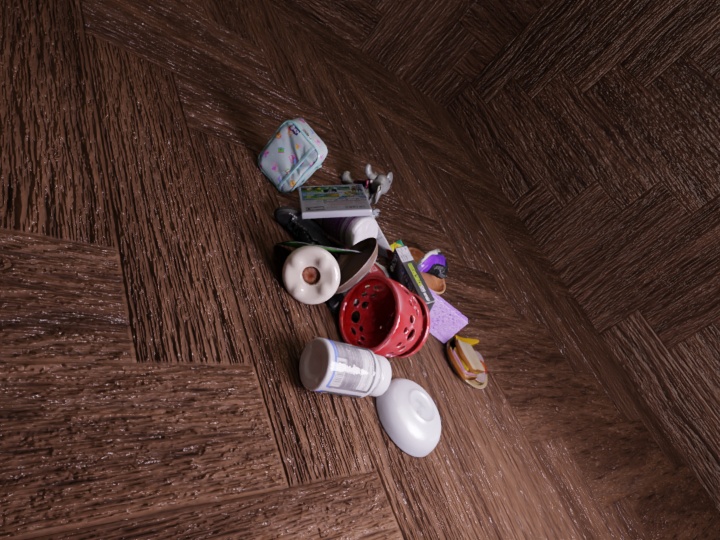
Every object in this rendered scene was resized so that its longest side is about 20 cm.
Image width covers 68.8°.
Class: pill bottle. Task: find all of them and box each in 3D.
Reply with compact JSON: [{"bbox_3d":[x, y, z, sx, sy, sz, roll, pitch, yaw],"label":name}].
[{"bbox_3d":[-0.050,-0.142,1.555,0.111,0.114,0.199,7,20,-49],"label":"pill bottle"},{"bbox_3d":[-0.030,0.224,1.186,0.198,0.114,0.115,20,38,-40],"label":"pill bottle"}]

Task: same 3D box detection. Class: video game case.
[{"bbox_3d":[-0.078,-0.202,1.523,0.196,0.022,0.183,-4,33,-8],"label":"video game case"}]

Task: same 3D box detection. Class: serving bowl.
[{"bbox_3d":[0.132,0.350,1.300,0.199,0.066,0.202,33,33,-24],"label":"serving bowl"}]

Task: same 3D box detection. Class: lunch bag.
[{"bbox_3d":[-0.199,-0.336,1.554,0.161,0.200,0.077,50,31,2],"label":"lunch bag"}]

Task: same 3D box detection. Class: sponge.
[{"bbox_3d":[0.230,0.136,1.644,0.199,0.112,0.030,37,29,-16],"label":"sponge"}]

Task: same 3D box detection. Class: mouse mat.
[{"bbox_3d":[-0.110,-0.058,1.368,0.197,0.160,0.008,10,86,-23],"label":"mouse mat"}]

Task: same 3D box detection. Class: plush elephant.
[{"bbox_3d":[0.031,-0.298,1.862,0.200,0.155,0.165,41,29,-9],"label":"plush elephant"}]

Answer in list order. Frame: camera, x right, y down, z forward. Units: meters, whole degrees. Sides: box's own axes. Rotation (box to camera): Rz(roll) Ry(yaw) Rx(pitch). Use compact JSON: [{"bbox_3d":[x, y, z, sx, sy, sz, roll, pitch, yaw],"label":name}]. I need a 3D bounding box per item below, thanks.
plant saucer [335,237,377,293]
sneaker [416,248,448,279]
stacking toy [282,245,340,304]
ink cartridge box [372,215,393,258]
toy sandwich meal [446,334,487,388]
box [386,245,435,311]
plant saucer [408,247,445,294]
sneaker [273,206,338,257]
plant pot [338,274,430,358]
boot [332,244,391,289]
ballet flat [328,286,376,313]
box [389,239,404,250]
[{"bbox_3d":[-0.024,-0.007,1.394,0.032,0.199,0.201,46,28,-21],"label":"plant saucer"},{"bbox_3d":[0.260,-0.013,1.837,0.100,0.069,0.199,54,30,8],"label":"sneaker"},{"bbox_3d":[-0.116,-0.009,1.371,0.146,0.146,0.200,43,14,-7],"label":"stacking toy"},{"bbox_3d":[0.070,-0.069,1.684,0.163,0.056,0.202,59,7,-79],"label":"ink cartridge box"},{"bbox_3d":[0.349,0.281,1.670,0.204,0.070,0.207,33,32,-24],"label":"toy sandwich meal"},{"bbox_3d":[0.134,0.065,1.533,0.047,0.194,0.202,-11,58,-22],"label":"box"},{"bbox_3d":[0.220,0.008,1.867,0.199,0.037,0.202,33,32,-24],"label":"plant saucer"},{"bbox_3d":[-0.153,-0.099,1.472,0.198,0.060,0.105,29,30,-35],"label":"sneaker"},{"bbox_3d":[0.072,0.130,1.357,0.181,0.200,0.202,24,36,-45],"label":"plant pot"},{"bbox_3d":[0.000,0.000,1.550,0.201,0.073,0.143,51,29,21],"label":"boot"},{"bbox_3d":[-0.015,0.065,1.448,0.074,0.073,0.199,54,30,14],"label":"ballet flat"},{"bbox_3d":[0.161,0.004,1.713,0.202,0.048,0.117,63,1,7],"label":"box"}]
